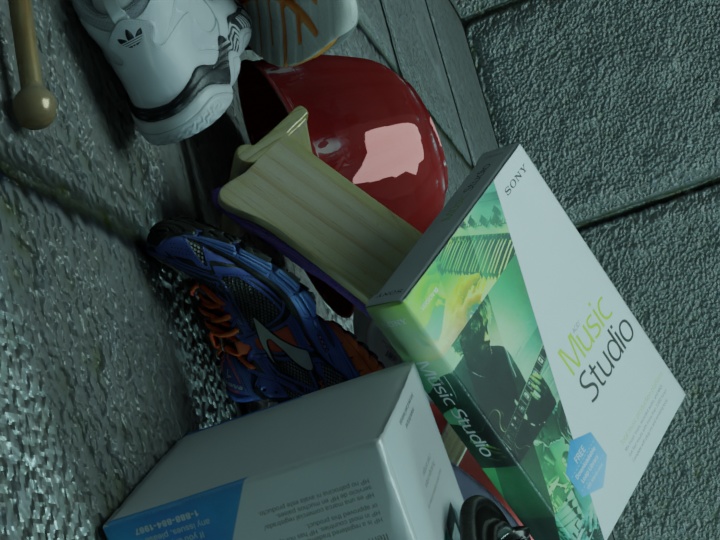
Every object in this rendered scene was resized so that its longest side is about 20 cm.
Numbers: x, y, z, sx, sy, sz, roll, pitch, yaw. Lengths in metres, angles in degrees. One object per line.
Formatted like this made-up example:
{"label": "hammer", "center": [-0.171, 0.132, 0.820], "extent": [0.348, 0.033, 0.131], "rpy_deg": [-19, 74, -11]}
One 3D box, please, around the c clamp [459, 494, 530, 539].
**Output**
{"label": "c clamp", "center": [0.089, 0.211, 0.767], "extent": [0.171, 0.027, 0.203], "rpy_deg": [-11, 85, -74]}

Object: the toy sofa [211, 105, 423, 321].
{"label": "toy sofa", "center": [0.000, 0.000, 0.911], "extent": [0.098, 0.199, 0.083], "rpy_deg": [-46, 165, -34]}

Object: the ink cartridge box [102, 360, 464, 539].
{"label": "ink cartridge box", "center": [-0.013, 0.177, 0.749], "extent": [0.146, 0.145, 0.203], "rpy_deg": [-52, 123, -76]}

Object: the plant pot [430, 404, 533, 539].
{"label": "plant pot", "center": [0.072, 0.166, 1.067], "extent": [0.200, 0.175, 0.203], "rpy_deg": [-20, 90, -79]}

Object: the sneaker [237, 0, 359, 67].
{"label": "sneaker", "center": [-0.052, -0.187, 1.023], "extent": [0.199, 0.076, 0.080], "rpy_deg": [19, -66, 56]}

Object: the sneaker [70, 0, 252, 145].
{"label": "sneaker", "center": [-0.125, -0.170, 0.921], "extent": [0.201, 0.074, 0.116], "rpy_deg": [-92, 158, -58]}

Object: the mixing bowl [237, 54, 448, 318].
{"label": "mixing bowl", "center": [-0.003, -0.079, 1.080], "extent": [0.202, 0.107, 0.201], "rpy_deg": [61, -13, 24]}

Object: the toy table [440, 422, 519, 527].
{"label": "toy table", "center": [0.021, 0.166, 0.892], "extent": [0.199, 0.184, 0.117], "rpy_deg": [40, -1, 6]}

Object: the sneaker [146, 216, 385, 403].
{"label": "sneaker", "center": [-0.062, 0.041, 0.900], "extent": [0.200, 0.079, 0.075], "rpy_deg": [45, -13, -32]}

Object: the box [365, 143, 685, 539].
{"label": "box", "center": [0.102, 0.049, 0.847], "extent": [0.201, 0.036, 0.145], "rpy_deg": [52, 52, -18]}

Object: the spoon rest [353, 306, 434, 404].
{"label": "spoon rest", "center": [0.073, 0.072, 0.984], "extent": [0.200, 0.100, 0.060], "rpy_deg": [41, 35, 22]}

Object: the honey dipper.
{"label": "honey dipper", "center": [-0.184, -0.167, 0.766], "extent": [0.038, 0.037, 0.203], "rpy_deg": [36, 42, -69]}
